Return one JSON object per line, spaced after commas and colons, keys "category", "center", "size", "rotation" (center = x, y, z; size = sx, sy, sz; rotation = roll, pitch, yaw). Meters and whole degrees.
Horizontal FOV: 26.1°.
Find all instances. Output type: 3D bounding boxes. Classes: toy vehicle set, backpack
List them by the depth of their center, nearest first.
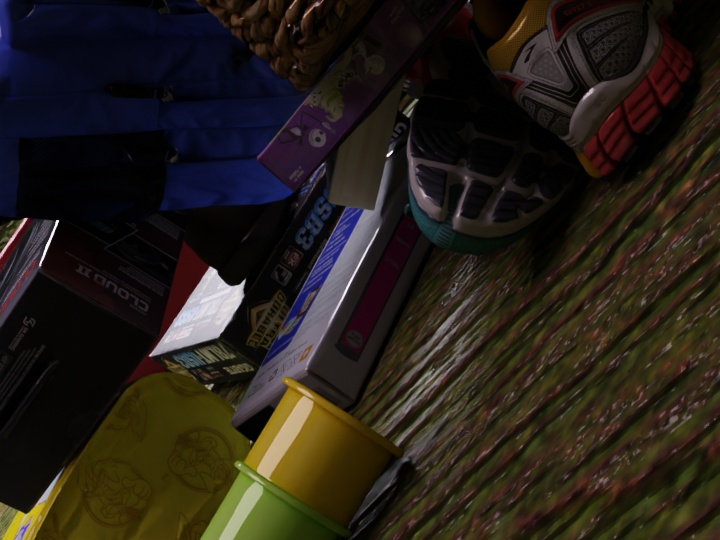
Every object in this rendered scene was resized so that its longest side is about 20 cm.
{"category": "backpack", "center": [-0.105, -0.118, 0.823], "size": [0.168, 0.199, 0.163], "rotation": [116, 149, -51]}
{"category": "toy vehicle set", "center": [0.011, -0.149, 0.836], "size": [0.125, 0.026, 0.201], "rotation": [-95, 16, -60]}

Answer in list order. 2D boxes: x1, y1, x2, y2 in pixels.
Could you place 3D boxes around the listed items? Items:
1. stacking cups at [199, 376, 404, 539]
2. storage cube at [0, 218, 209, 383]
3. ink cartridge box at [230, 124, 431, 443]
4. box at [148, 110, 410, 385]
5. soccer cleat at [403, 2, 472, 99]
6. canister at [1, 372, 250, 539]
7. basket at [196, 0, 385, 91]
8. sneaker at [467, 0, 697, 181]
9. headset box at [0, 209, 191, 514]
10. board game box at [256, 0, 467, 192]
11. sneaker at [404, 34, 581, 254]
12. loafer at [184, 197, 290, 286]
{"category": "stacking cups", "center": [-0.061, 0.142, 0.636], "size": [0.201, 0.060, 0.060], "rotation": [-57, 12, -4]}
{"category": "storage cube", "center": [-0.258, 0.039, 1.424], "size": [0.201, 0.179, 0.171], "rotation": [-62, 13, -26]}
{"category": "ink cartridge box", "center": [0.000, 0.000, 0.850], "size": [0.095, 0.037, 0.201], "rotation": [-38, 23, 54]}
{"category": "box", "center": [-0.056, -0.015, 1.086], "size": [0.199, 0.050, 0.200], "rotation": [-59, 13, -17]}
{"category": "soccer cleat", "center": [0.050, -0.137, 0.946], "size": [0.200, 0.085, 0.069], "rotation": [-167, 69, -69]}
{"category": "canister", "center": [-0.151, 0.147, 0.924], "size": [0.149, 0.086, 0.200], "rotation": [-61, 11, -22]}
{"category": "basket", "center": [-0.014, -0.198, 0.641], "size": [0.200, 0.149, 0.143], "rotation": [-48, 2, -2]}
{"category": "sneaker", "center": [0.093, -0.115, 0.681], "size": [0.078, 0.082, 0.200], "rotation": [-51, 12, 19]}
{"category": "headset box", "center": [-0.170, 0.027, 0.889], "size": [0.149, 0.077, 0.200], "rotation": [-51, 16, 27]}
{"category": "board game box", "center": [0.038, -0.129, 0.695], "size": [0.200, 0.032, 0.120], "rotation": [-47, -2, 31]}
{"category": "sneaker", "center": [0.055, -0.045, 0.720], "size": [0.200, 0.077, 0.080], "rotation": [-71, 0, -68]}
{"category": "loafer", "center": [-0.082, -0.066, 1.043], "size": [0.073, 0.071, 0.200], "rotation": [-49, 14, 20]}
